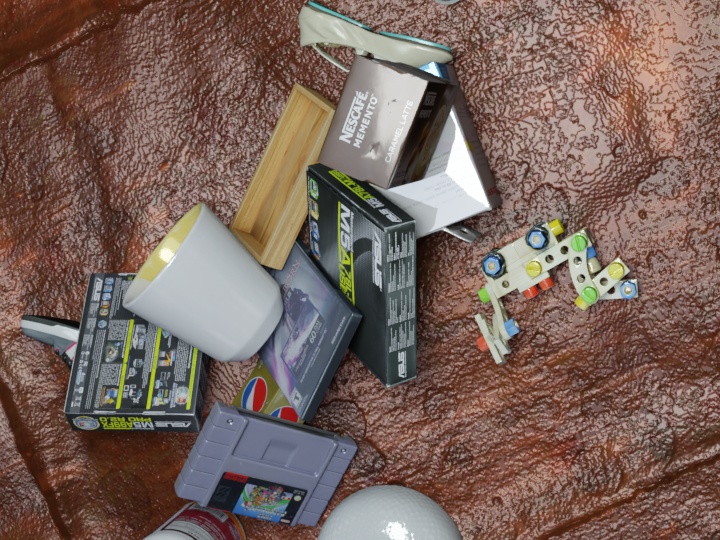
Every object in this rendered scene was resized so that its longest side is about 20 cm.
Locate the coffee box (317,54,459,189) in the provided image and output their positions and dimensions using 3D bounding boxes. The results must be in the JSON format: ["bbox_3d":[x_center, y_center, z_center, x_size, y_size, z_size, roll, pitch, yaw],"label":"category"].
[{"bbox_3d":[0.033,-0.153,1.303,0.079,0.200,0.116,22,100,10],"label":"coffee box"}]

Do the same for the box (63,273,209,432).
[{"bbox_3d":[-0.264,0.097,1.541,0.157,0.045,0.202,0,55,3],"label":"box"}]

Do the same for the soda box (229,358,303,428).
[{"bbox_3d":[-0.125,0.192,1.569,0.201,0.064,0.068,-57,39,13],"label":"soda box"}]

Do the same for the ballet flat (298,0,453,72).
[{"bbox_3d":[0.013,-0.259,1.498,0.198,0.069,0.070,22,101,19],"label":"ballet flat"}]

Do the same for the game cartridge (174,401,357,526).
[{"bbox_3d":[-0.113,0.240,1.538,0.198,0.038,0.131,19,104,-30],"label":"game cartridge"}]

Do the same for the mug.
[{"bbox_3d":[-0.165,0.014,1.488,0.153,0.188,0.149,39,142,-15],"label":"mug"}]

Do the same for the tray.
[{"bbox_3d":[-0.086,-0.113,1.525,0.099,0.037,0.202,41,110,50],"label":"tray"}]

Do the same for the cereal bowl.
[{"bbox_3d":[0.033,0.371,1.556,0.197,0.083,0.204,1,97,12],"label":"cereal bowl"}]

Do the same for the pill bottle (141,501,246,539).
[{"bbox_3d":[-0.219,0.362,1.553,0.111,0.200,0.115,2,97,13],"label":"pill bottle"}]

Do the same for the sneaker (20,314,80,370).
[{"bbox_3d":[-0.354,0.134,1.624,0.197,0.084,0.123,17,91,10],"label":"sneaker"}]

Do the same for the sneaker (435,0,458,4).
[{"bbox_3d":[0.056,-0.400,1.444,0.075,0.115,0.202,-33,88,15],"label":"sneaker"}]

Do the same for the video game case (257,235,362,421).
[{"bbox_3d":[-0.074,0.060,1.494,0.200,0.019,0.144,49,119,49],"label":"video game case"}]

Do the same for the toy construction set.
[{"bbox_3d":[0.212,0.019,1.475,0.198,0.092,0.132,-31,89,4],"label":"toy construction set"}]

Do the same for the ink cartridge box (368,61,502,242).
[{"bbox_3d":[0.077,-0.121,1.465,0.124,0.128,0.203,-20,91,14],"label":"ink cartridge box"}]

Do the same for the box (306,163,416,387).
[{"bbox_3d":[0.000,0.000,1.448,0.047,0.193,0.203,-14,122,-22],"label":"box"}]
